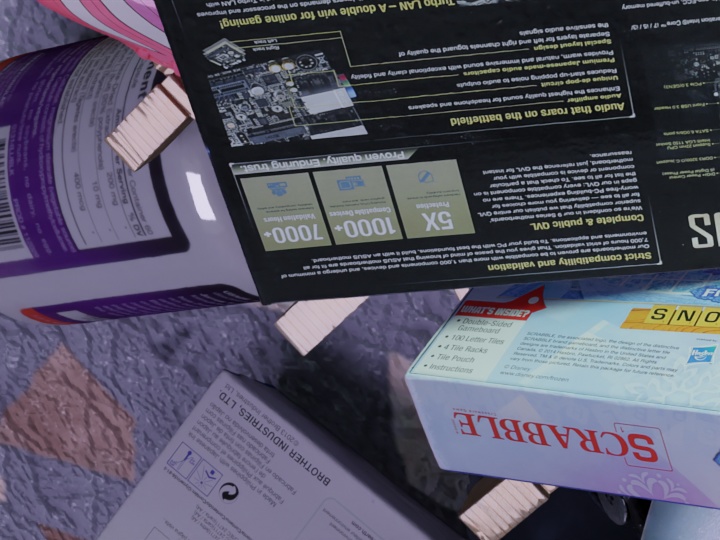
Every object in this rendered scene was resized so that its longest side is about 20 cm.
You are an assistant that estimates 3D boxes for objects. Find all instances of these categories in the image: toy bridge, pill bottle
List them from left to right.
[{"bbox_3d":[-0.060,-0.041,0.917,0.200,0.111,0.112,-7,118,40],"label":"pill bottle"},{"bbox_3d":[0.000,0.000,0.819,0.200,0.027,0.067,47,118,-2],"label":"toy bridge"}]

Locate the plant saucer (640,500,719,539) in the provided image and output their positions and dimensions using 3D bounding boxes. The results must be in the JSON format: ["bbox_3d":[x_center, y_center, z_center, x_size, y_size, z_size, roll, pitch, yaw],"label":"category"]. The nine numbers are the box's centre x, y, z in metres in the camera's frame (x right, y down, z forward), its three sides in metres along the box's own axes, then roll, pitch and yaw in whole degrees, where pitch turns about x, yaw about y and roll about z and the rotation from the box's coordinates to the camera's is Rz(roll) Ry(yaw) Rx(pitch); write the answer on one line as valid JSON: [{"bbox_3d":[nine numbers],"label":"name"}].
[{"bbox_3d":[0.184,0.088,0.785,0.027,0.200,0.200,47,157,58],"label":"plant saucer"}]

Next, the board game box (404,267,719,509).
[{"bbox_3d":[0.146,-0.007,0.720,0.200,0.200,0.041,6,131,35],"label":"board game box"}]

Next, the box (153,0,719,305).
[{"bbox_3d":[0.054,-0.081,0.661,0.200,0.086,0.164,-5,136,13],"label":"box"}]

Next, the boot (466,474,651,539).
[{"bbox_3d":[0.105,0.097,0.872,0.168,0.076,0.201,-129,30,-53],"label":"boot"}]

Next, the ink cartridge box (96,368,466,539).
[{"bbox_3d":[-0.057,0.161,1.004,0.136,0.200,0.076,38,-179,21],"label":"ink cartridge box"}]

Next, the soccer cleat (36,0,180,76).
[{"bbox_3d":[-0.022,-0.072,0.789,0.200,0.067,0.077,11,122,5],"label":"soccer cleat"}]
